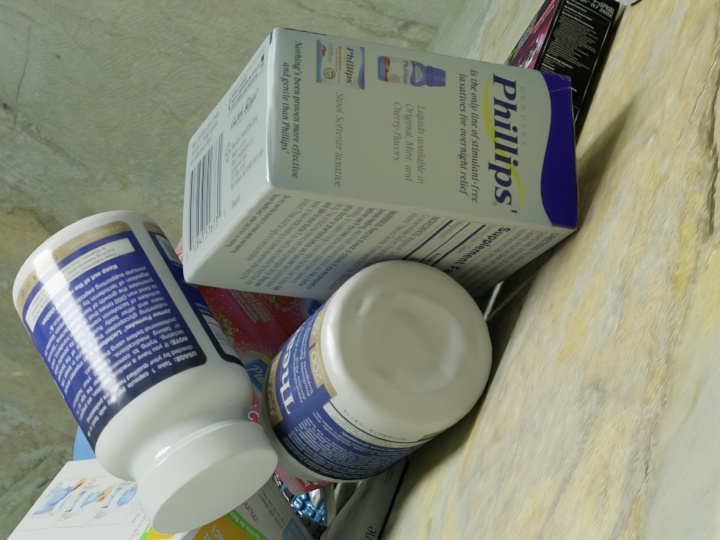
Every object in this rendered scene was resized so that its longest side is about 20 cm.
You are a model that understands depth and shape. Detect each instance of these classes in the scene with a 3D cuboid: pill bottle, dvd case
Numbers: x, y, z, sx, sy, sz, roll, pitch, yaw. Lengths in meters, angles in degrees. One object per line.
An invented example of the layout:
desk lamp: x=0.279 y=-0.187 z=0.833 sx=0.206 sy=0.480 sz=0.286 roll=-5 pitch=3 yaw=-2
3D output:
pill bottle: x=-0.142 y=0.068 z=1.166 sx=0.115 sy=0.200 sz=0.116 roll=-27 pitch=-25 yaw=-14
dvd case: x=-0.028 y=0.233 z=1.192 sx=0.143 sy=0.017 sz=0.200 roll=-56 pitch=8 yaw=48
pill bottle: x=-0.001 y=0.076 z=1.141 sx=0.111 sy=0.111 sz=0.200 roll=-65 pitch=9 yaw=-27

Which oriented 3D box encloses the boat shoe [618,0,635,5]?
boat shoe: x=0.186 y=-0.233 z=1.186 sx=0.072 sy=0.068 sz=0.200 roll=-63 pitch=5 yaw=-2

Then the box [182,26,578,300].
box: x=0.008 y=-0.056 z=1.097 sx=0.184 sy=0.199 sz=0.105 roll=141 pitch=133 yaw=-62

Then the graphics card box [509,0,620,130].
graphics card box: x=0.122 y=-0.105 z=1.273 sx=0.126 sy=0.051 sz=0.200 roll=-55 pitch=10 yaw=52

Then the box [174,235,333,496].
box: x=-0.057 y=0.058 z=1.303 sx=0.095 sy=0.200 sz=0.100 roll=-23 pitch=27 yaw=30

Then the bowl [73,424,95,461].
bowl: x=-0.155 y=0.163 z=1.545 sx=0.039 sy=0.200 sz=0.201 roll=7 pitch=67 yaw=58

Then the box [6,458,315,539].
box: x=-0.147 y=0.205 z=1.269 sx=0.199 sy=0.113 sz=0.101 roll=-11 pitch=32 yaw=41

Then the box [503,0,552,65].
box: x=0.141 y=-0.162 z=1.480 sx=0.200 sy=0.036 sz=0.143 roll=-55 pitch=8 yaw=49

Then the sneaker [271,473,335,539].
sneaker: x=-0.056 y=0.142 z=1.437 sx=0.075 sy=0.086 sz=0.200 roll=-50 pitch=48 yaw=24
